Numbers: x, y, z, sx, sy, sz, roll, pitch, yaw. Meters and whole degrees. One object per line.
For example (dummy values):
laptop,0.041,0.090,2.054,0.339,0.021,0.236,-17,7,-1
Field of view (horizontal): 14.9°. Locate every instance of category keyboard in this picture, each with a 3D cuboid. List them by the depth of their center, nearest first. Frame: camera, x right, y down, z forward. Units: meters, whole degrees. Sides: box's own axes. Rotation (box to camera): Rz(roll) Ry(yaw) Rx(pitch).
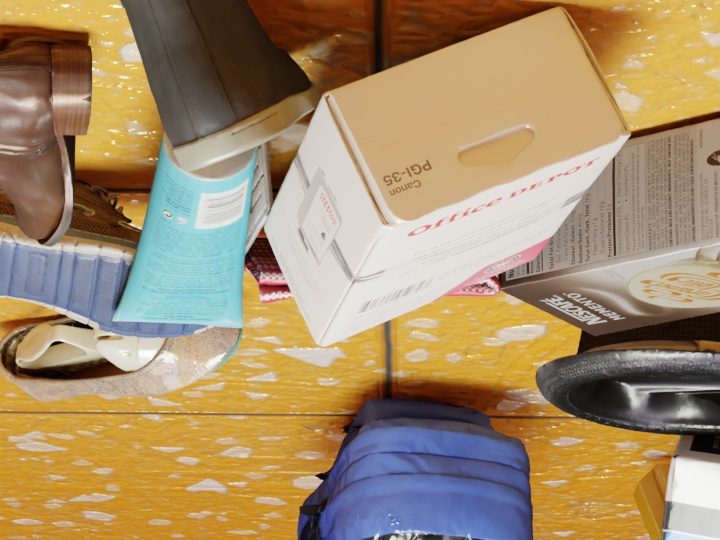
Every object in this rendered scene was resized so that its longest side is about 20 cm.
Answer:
keyboard,-0.075,-0.030,1.636,0.011,0.056,0.200,3,161,-12

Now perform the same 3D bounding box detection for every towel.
towel,0.000,0.000,1.652,0.144,0.023,0.200,0,-174,-6

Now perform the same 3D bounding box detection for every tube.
tube,-0.094,-0.018,1.551,0.077,0.050,0.200,7,148,-6

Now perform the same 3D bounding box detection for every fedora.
fedora,0.215,0.044,1.785,0.200,0.092,0.201,4,162,1

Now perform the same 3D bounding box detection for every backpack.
backpack,0.038,0.179,2.072,0.162,0.168,0.200,3,157,-14

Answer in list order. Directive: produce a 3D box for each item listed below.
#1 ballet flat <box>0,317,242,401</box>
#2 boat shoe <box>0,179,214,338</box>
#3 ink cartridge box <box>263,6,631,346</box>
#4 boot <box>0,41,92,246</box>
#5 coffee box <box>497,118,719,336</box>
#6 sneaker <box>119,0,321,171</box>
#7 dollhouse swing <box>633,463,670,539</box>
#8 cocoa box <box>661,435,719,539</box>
ballet flat,-0.172,0.052,1.874,0.200,0.068,0.067,-16,148,36
boat shoe,-0.171,-0.018,1.643,0.200,0.072,0.072,14,135,-8
ink cartridge box,0.042,-0.048,1.465,0.146,0.083,0.200,-21,166,-18
boot,-0.253,-0.075,1.498,0.200,0.064,0.186,1,148,-11
coffee box,0.192,-0.027,1.593,0.200,0.080,0.114,-13,157,34
sneaker,-0.072,-0.119,1.378,0.075,0.106,0.200,-20,-172,2
dollhouse swing,0.333,0.194,2.145,0.200,0.176,0.182,3,147,-19
cocoa box,0.284,0.166,1.917,0.133,0.131,0.200,8,-163,11
